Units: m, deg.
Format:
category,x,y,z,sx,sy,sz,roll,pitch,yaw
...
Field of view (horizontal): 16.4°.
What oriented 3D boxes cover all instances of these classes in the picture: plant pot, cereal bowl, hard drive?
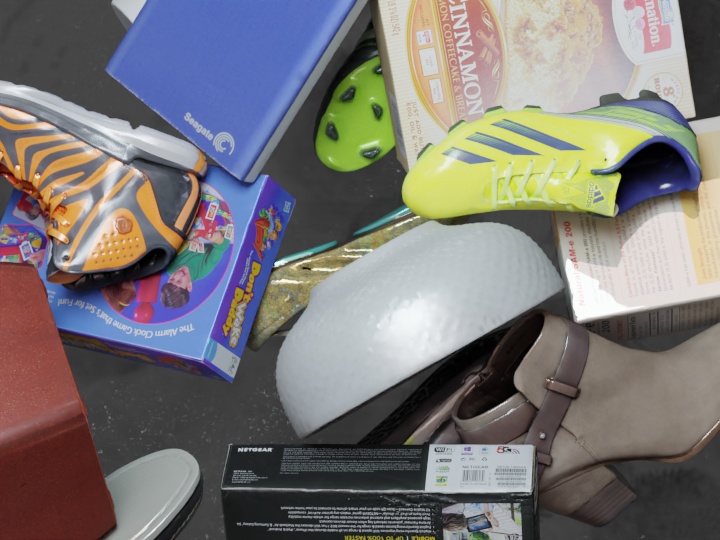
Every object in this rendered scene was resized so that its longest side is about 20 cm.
category,x,y,z,sx,sy,sz,roll,pitch,yaw
plant pot,-0.266,0.107,1.625,0.175,0.200,0.200,-18,52,-9
cereal bowl,0.028,0.026,1.611,0.199,0.200,0.084,-30,88,-3
hard drive,-0.069,-0.178,1.647,0.132,0.025,0.200,39,105,22

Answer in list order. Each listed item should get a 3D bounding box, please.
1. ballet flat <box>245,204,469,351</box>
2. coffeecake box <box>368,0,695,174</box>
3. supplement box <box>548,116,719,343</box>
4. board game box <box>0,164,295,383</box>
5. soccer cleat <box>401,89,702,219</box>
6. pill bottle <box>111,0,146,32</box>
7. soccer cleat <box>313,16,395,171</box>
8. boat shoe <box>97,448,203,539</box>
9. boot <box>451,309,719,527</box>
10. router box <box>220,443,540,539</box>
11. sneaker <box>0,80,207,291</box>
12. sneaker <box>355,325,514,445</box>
category,x,y,z,sx,sy,sz,roll,pitch,yaw
ballet flat,0.000,0.000,1.713,0.199,0.071,0.071,-23,72,0
coffeecake box,0.112,-0.162,1.684,0.199,0.073,0.154,-12,104,-4
supplement box,0.229,-0.031,1.686,0.199,0.074,0.127,-10,72,4
board game box,-0.157,-0.011,1.707,0.199,0.045,0.135,12,75,30
soccer cleat,0.126,-0.064,1.612,0.199,0.065,0.084,-13,49,-14
pill bottle,-0.068,-0.212,1.752,0.200,0.116,0.116,-40,73,-6
soccer cleat,0.030,-0.159,1.755,0.067,0.081,0.201,29,99,-13
boat shoe,-0.175,0.205,1.671,0.200,0.060,0.074,-47,41,-12
boot,0.158,0.072,1.629,0.200,0.146,0.070,-50,30,-3
router box,0.016,0.183,1.611,0.199,0.150,0.051,0,35,6
sneaker,-0.207,-0.053,1.643,0.199,0.078,0.113,17,79,1
sneaker,0.062,0.118,1.678,0.200,0.072,0.083,-40,98,-5
